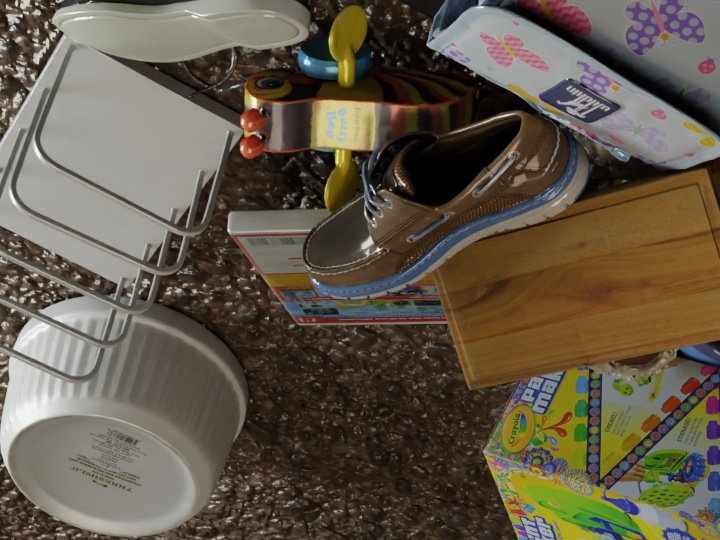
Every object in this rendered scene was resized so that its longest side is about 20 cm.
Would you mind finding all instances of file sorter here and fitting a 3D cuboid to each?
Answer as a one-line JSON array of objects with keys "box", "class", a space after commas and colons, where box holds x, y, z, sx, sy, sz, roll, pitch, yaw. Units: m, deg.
[{"box": [-0.193, -0.037, 1.150, 0.138, 0.125, 0.200, 27, 134, -17], "class": "file sorter"}]

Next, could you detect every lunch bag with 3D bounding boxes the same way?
[{"box": [0.153, -0.149, 0.888, 0.169, 0.128, 0.200, 30, 133, -14], "class": "lunch bag"}]

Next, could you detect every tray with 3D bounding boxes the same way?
[{"box": [0.139, 0.005, 0.997, 0.199, 0.037, 0.100, -15, 96, 37], "class": "tray"}]

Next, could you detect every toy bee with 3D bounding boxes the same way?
[{"box": [-0.030, -0.094, 1.044, 0.198, 0.109, 0.132, -10, 115, 23], "class": "toy bee"}]

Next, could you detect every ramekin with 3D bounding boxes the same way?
[{"box": [-0.196, 0.126, 1.331, 0.198, 0.106, 0.201, 6, 136, 6], "class": "ramekin"}]

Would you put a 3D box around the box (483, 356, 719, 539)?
[{"box": [0.218, 0.164, 1.223, 0.191, 0.123, 0.201, 15, 148, 30], "class": "box"}]

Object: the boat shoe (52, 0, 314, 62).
[{"box": [-0.111, -0.174, 1.037, 0.198, 0.061, 0.074, 0, 162, 39], "class": "boat shoe"}]

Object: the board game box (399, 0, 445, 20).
[{"box": [0.068, -0.237, 0.943, 0.164, 0.057, 0.200, 25, 134, -16], "class": "board game box"}]

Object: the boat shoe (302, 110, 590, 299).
[{"box": [0.037, -0.048, 1.003, 0.199, 0.073, 0.072, -26, 138, 26], "class": "boat shoe"}]

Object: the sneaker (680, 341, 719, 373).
[{"box": [0.296, 0.081, 1.215, 0.199, 0.074, 0.082, 29, 136, -17], "class": "sneaker"}]

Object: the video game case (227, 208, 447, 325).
[{"box": [0.000, 0.000, 1.169, 0.141, 0.018, 0.200, -1, 160, 12], "class": "video game case"}]

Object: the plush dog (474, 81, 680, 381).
[{"box": [0.144, -0.046, 1.092, 0.170, 0.160, 0.202, 6, 109, 25], "class": "plush dog"}]
